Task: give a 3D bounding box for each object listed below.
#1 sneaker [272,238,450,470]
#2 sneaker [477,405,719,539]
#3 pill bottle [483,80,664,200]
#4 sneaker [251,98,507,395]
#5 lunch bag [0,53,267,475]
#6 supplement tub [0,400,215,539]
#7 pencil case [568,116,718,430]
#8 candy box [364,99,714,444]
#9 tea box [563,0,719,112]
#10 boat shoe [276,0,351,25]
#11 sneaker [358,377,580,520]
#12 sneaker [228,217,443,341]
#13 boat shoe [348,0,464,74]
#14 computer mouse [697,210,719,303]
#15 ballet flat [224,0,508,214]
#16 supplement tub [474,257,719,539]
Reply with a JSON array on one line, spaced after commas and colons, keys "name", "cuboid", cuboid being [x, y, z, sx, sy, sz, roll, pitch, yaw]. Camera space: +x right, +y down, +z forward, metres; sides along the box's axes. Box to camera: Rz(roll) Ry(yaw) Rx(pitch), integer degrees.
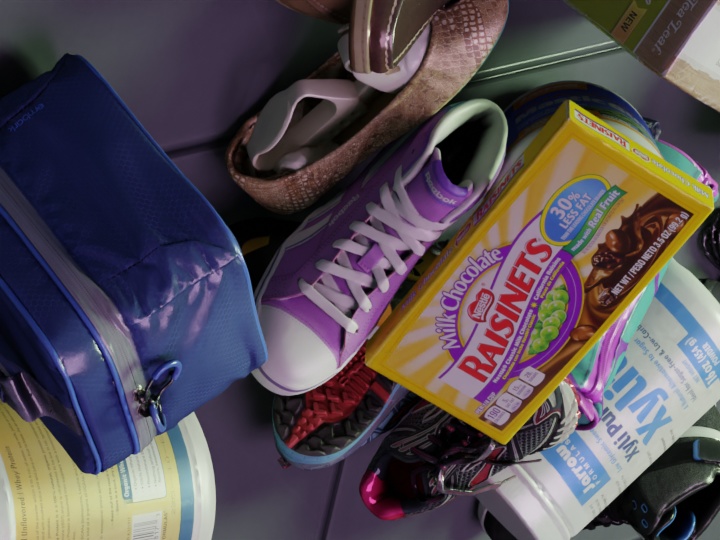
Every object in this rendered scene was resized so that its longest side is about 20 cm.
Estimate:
[{"name": "sneaker", "cuboid": [0.015, 0.055, 1.586, 0.200, 0.079, 0.096, -37, 167, -20]}, {"name": "sneaker", "cuboid": [0.176, 0.167, 1.753, 0.199, 0.112, 0.073, -33, 133, 19]}, {"name": "pill bottle", "cuboid": [0.129, -0.054, 1.480, 0.112, 0.112, 0.200, -57, -173, 12]}, {"name": "sneaker", "cuboid": [0.010, -0.021, 1.375, 0.201, 0.073, 0.114, -55, -172, -17]}, {"name": "lunch bag", "cuboid": [-0.147, 0.007, 1.254, 0.132, 0.200, 0.136, -32, 146, -15]}, {"name": "supplement tub", "cuboid": [-0.196, 0.129, 1.361, 0.199, 0.145, 0.145, -5, 127, -43]}, {"name": "pencil case", "cuboid": [0.160, 0.004, 1.605, 0.085, 0.092, 0.201, 43, 68, -38]}, {"name": "candy box", "cuboid": [0.098, 0.005, 1.373, 0.102, 0.026, 0.200, 31, 120, -13]}, {"name": "tea box", "cuboid": [0.198, -0.186, 1.427, 0.200, 0.197, 0.134, 21, 108, -51]}, {"name": "boat shoe", "cuboid": [-0.028, -0.175, 1.319, 0.071, 0.064, 0.200, -51, 146, 5]}, {"name": "sneaker", "cuboid": [0.070, 0.105, 1.545, 0.075, 0.081, 0.200, -32, 169, -37]}, {"name": "sneaker", "cuboid": [0.000, 0.000, 1.461, 0.199, 0.070, 0.090, 13, 154, -40]}, {"name": "boat shoe", "cuboid": [0.053, -0.182, 1.321, 0.072, 0.072, 0.201, 88, 24, -52]}, {"name": "computer mouse", "cuboid": [0.233, 0.058, 1.806, 0.200, 0.053, 0.139, -41, 144, -9]}, {"name": "ballet flat", "cuboid": [-0.002, -0.101, 1.374, 0.200, 0.071, 0.065, -43, 145, 26]}, {"name": "supplement tub", "cuboid": [0.157, 0.085, 1.689, 0.200, 0.132, 0.132, -43, 143, -8]}]
